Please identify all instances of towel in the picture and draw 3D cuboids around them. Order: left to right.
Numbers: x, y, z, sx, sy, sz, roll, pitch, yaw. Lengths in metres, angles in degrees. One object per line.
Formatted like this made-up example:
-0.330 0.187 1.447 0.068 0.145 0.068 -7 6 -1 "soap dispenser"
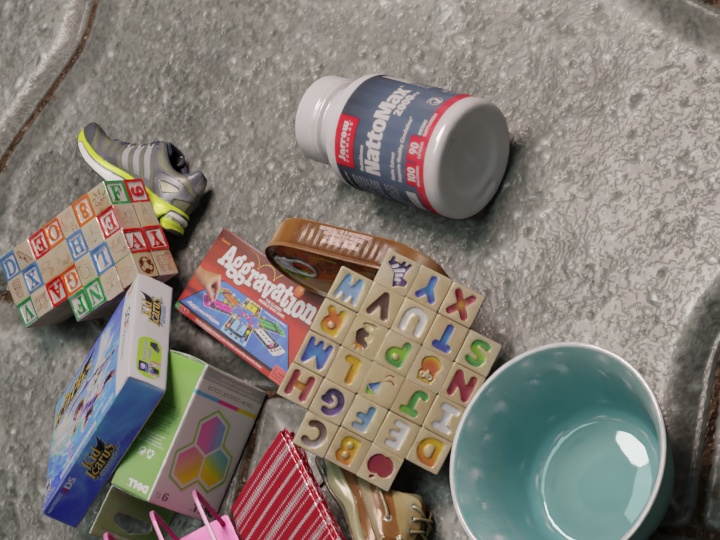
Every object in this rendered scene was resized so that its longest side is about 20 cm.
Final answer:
-0.055 0.267 1.566 0.145 0.022 0.200 -58 49 39 "towel"

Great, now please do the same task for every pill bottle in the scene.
0.036 -0.130 1.656 0.200 0.120 0.120 19 82 39 "pill bottle"

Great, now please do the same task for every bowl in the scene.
0.188 0.171 1.429 0.201 0.105 0.201 -14 63 30 "bowl"

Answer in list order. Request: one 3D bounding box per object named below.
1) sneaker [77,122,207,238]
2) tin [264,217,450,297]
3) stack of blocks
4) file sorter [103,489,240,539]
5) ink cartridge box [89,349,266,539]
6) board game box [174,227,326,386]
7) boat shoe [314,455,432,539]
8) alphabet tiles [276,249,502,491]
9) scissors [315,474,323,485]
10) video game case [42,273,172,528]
-0.242 -0.115 1.880 0.200 0.074 0.081 39 88 31 "sneaker"
0.000 0.000 1.622 0.200 0.112 0.042 15 64 29 "tin"
-0.301 -0.005 1.833 0.200 0.059 0.115 -31 76 37 "stack of blocks"
-0.202 0.317 1.572 0.200 0.125 0.139 -28 59 -2 "file sorter"
-0.181 0.192 1.675 0.059 0.104 0.200 17 81 39 "ink cartridge box"
-0.105 0.041 1.743 0.200 0.019 0.103 32 89 39 "board game box"
0.027 0.231 1.537 0.074 0.076 0.200 -30 59 1 "boat shoe"
0.026 0.091 1.531 0.166 0.006 0.200 27 87 6 "alphabet tiles"
-0.106 0.265 1.650 0.073 0.014 0.200 31 90 39 "scissors"
-0.259 0.131 1.711 0.200 0.045 0.181 -55 20 26 "video game case"
